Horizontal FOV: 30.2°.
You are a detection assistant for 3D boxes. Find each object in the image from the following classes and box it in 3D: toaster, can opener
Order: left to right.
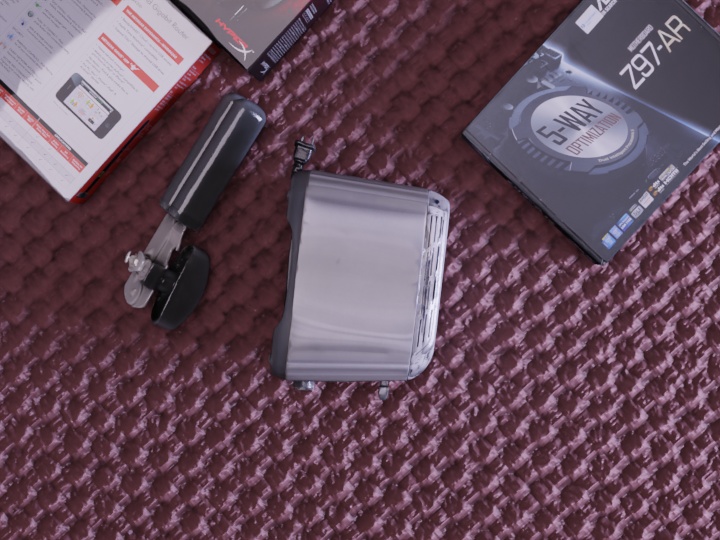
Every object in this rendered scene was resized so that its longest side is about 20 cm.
[{"bbox_3d":[-0.136,-0.051,1.112,0.066,0.053,0.201,25,94,-32],"label":"can opener"},{"bbox_3d":[0.000,0.000,1.070,0.128,0.114,0.202,6,89,-1],"label":"toaster"}]

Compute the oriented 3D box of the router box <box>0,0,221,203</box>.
[{"bbox_3d":[-0.248,-0.188,1.109,0.200,0.049,0.180,44,92,1],"label":"router box"}]

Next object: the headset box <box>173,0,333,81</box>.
[{"bbox_3d":[-0.072,-0.280,1.085,0.149,0.077,0.200,44,94,2],"label":"headset box"}]

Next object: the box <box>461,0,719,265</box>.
[{"bbox_3d":[0.206,-0.130,1.089,0.160,0.044,0.200,44,93,1],"label":"box"}]
